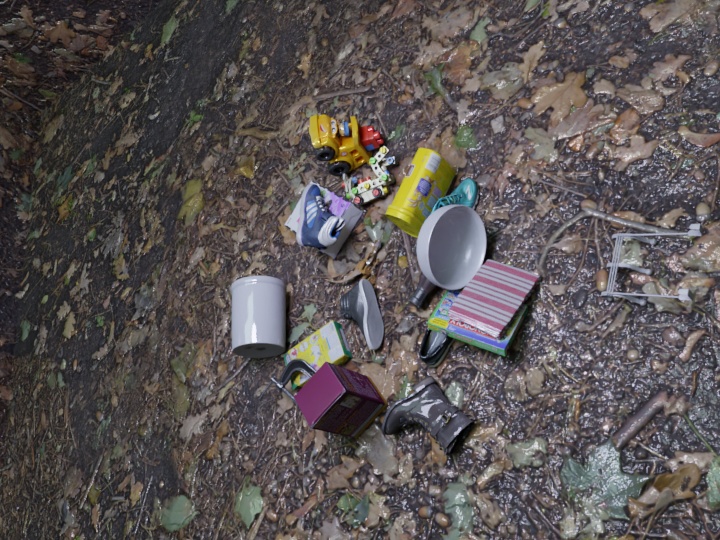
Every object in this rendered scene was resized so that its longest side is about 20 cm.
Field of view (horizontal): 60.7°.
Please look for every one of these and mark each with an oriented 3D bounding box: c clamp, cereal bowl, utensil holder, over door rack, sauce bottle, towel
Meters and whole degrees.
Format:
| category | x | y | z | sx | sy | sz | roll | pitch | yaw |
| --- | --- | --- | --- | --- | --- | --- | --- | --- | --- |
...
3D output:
| category | x | y | z | sx | sy | sz | roll | pitch | yaw |
| --- | --- | --- | --- | --- | --- | --- | --- | --- | --- |
| c clamp | -0.165 | 0.338 | 1.691 | 0.199 | 0.027 | 0.172 | 32 | 99 | 19 |
| cereal bowl | 0.207 | -0.059 | 1.480 | 0.083 | 0.199 | 0.202 | 13 | 79 | 52 |
| utensil holder | -0.300 | 0.141 | 1.824 | 0.168 | 0.169 | 0.203 | -18 | 64 | 29 |
| over door rack | 0.602 | -0.007 | 1.263 | 0.199 | 0.066 | 0.150 | -5 | 67 | 58 |
| sauce bottle | 0.196 | 0.002 | 1.577 | 0.066 | 0.066 | 0.201 | 33 | 94 | 40 |
| towel | 0.313 | 0.061 | 1.438 | 0.145 | 0.030 | 0.200 | 22 | 57 | 35 |

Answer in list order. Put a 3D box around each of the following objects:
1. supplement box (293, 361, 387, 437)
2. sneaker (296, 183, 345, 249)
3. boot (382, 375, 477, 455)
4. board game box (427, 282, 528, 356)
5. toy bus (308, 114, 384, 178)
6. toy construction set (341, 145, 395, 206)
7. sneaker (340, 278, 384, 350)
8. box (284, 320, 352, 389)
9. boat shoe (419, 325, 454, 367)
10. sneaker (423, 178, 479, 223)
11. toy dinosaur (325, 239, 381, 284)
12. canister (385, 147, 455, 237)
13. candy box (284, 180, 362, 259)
| category | x | y | z | sx | sy | sz | roll | pitch | yaw |
| --- | --- | --- | --- | --- | --- | --- | --- | --- | --- |
| supplement box | -0.047 | 0.326 | 1.532 | 0.131 | 0.199 | 0.103 | -47 | 51 | 9 |
| sneaker | -0.100 | -0.160 | 1.771 | 0.145 | 0.081 | 0.203 | -1 | 68 | 26 |
| boot | 0.158 | 0.365 | 1.448 | 0.200 | 0.069 | 0.174 | -47 | 50 | 8 |
| board game box | 0.274 | 0.110 | 1.443 | 0.198 | 0.029 | 0.135 | 17 | 56 | 31 |
| toy bus | -0.036 | -0.392 | 1.835 | 0.190 | 0.200 | 0.137 | -16 | 62 | 22 |
| toy construction set | 0.020 | -0.266 | 1.802 | 0.199 | 0.092 | 0.133 | -21 | 84 | 37 |
| sneaker | 0.000 | 0.133 | 1.670 | 0.099 | 0.070 | 0.202 | -31 | 57 | 35 |
| box | -0.124 | 0.243 | 1.726 | 0.199 | 0.048 | 0.118 | -34 | 55 | 19 |
| boat shoe | 0.199 | 0.139 | 1.514 | 0.074 | 0.066 | 0.201 | 32 | 91 | 42 |
| sneaker | 0.237 | -0.164 | 1.594 | 0.077 | 0.080 | 0.201 | 29 | 74 | 38 |
| toy dinosaur | 0.000 | 0.000 | 1.739 | 0.200 | 0.060 | 0.106 | -42 | 31 | 5 |
| canister | 0.163 | -0.204 | 1.634 | 0.086 | 0.148 | 0.202 | 21 | 82 | 40 |
| candy box | -0.115 | -0.157 | 1.869 | 0.199 | 0.071 | 0.169 | 33 | 92 | 40 |
